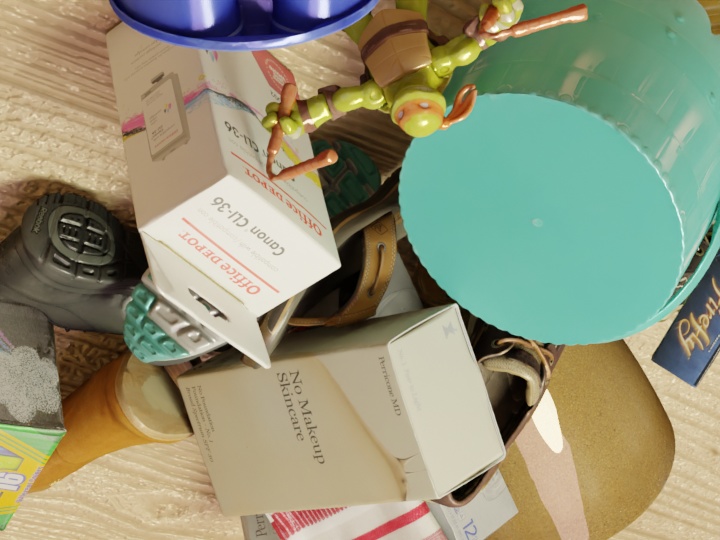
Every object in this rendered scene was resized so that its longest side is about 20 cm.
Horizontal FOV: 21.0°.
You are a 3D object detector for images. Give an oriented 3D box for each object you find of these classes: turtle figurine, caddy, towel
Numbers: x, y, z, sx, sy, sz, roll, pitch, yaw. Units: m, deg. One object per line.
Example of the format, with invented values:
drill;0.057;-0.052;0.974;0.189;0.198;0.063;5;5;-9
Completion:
turtle figurine;0.029;-0.132;1.097;0.199;0.162;0.064;-28;140;16
caddy;-0.063;-0.179;0.991;0.140;0.201;0.106;-6;125;-8
towel;-0.024;0.146;1.329;0.023;0.201;0.144;-33;179;-43

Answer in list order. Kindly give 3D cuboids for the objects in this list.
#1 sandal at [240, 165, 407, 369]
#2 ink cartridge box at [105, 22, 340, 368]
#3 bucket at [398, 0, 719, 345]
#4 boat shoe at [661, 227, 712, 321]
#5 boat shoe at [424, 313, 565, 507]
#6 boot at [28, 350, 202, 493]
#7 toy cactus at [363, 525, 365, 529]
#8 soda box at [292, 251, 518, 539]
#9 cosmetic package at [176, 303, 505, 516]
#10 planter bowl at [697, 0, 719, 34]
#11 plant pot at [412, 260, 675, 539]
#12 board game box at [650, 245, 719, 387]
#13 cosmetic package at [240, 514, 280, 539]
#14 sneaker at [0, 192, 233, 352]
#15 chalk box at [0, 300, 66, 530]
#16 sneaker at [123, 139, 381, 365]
sandal;0.000;0.000;1.212;0.200;0.054;0.082;-39;164;-44
ink cartridge box;-0.077;-0.056;1.125;0.067;0.201;0.116;-30;140;20
bucket;0.127;-0.064;1.164;0.205;0.135;0.209;15;132;18
boat shoe;0.217;-0.008;1.374;0.199;0.073;0.065;-2;128;-57
boat shoe;0.098;0.065;1.255;0.072;0.072;0.201;37;80;-20
boot;-0.183;0.112;1.331;0.143;0.071;0.201;-33;-176;8
toy cactus;-0.033;0.119;1.386;0.102;0.165;0.201;-12;138;-33
soda box;0.028;0.094;1.317;0.063;0.201;0.068;-30;-172;-40
cosmetic package;-0.016;0.091;1.225;0.199;0.104;0.073;-13;-171;46
planter bowl;0.218;-0.102;1.261;0.198;0.084;0.201;-10;142;-7
plant pot;0.109;0.070;1.384;0.185;0.187;0.201;-20;125;7
board game box;0.256;-0.035;1.200;0.201;0.034;0.135;-62;168;25
cosmetic package;0.003;0.172;1.517;0.198;0.102;0.074;-12;142;-6
sneaker;-0.159;0.010;1.298;0.199;0.077;0.090;25;140;-35
chalk box;-0.312;0.080;1.280;0.198;0.125;0.124;11;135;-28
sneaker;-0.066;0.004;1.266;0.199;0.078;0.091;-36;158;-17
